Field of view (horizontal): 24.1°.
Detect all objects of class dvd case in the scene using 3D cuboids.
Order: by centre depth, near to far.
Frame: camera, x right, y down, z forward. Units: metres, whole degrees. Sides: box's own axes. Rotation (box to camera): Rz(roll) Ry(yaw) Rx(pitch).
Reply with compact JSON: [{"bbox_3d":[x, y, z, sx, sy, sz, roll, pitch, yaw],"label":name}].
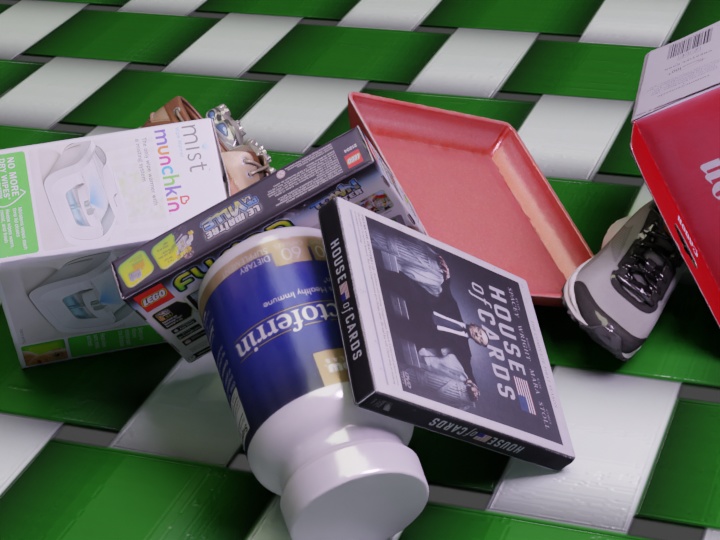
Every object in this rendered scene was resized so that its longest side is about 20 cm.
[{"bbox_3d":[0.059,0.045,1.133,0.199,0.025,0.151,21,45,-41],"label":"dvd case"}]

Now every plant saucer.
[{"bbox_3d":[0.090,-0.046,1.334,0.199,0.037,0.201,6,47,-44],"label":"plant saucer"}]

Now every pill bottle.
[{"bbox_3d":[-0.031,0.079,1.123,0.115,0.116,0.201,-13,54,-14],"label":"pill bottle"}]

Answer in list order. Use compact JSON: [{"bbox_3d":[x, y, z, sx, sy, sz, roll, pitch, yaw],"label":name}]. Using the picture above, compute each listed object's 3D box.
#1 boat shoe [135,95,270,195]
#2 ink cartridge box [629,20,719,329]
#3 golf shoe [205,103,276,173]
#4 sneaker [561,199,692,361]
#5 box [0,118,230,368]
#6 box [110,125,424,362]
[{"bbox_3d":[-0.111,-0.072,1.429,0.200,0.072,0.076,42,8,12],"label":"boat shoe"},{"bbox_3d":[0.287,-0.063,1.285,0.083,0.201,0.176,-21,22,26],"label":"ink cartridge box"},{"bbox_3d":[-0.127,-0.079,1.543,0.097,0.079,0.200,-30,28,-9],"label":"golf shoe"},{"bbox_3d":[0.215,-0.004,1.305,0.074,0.079,0.200,39,38,-2],"label":"sneaker"},{"bbox_3d":[-0.188,-0.019,1.277,0.175,0.200,0.097,-9,67,-9],"label":"box"},{"bbox_3d":[-0.063,-0.015,1.188,0.199,0.110,0.035,-28,55,7],"label":"box"}]
